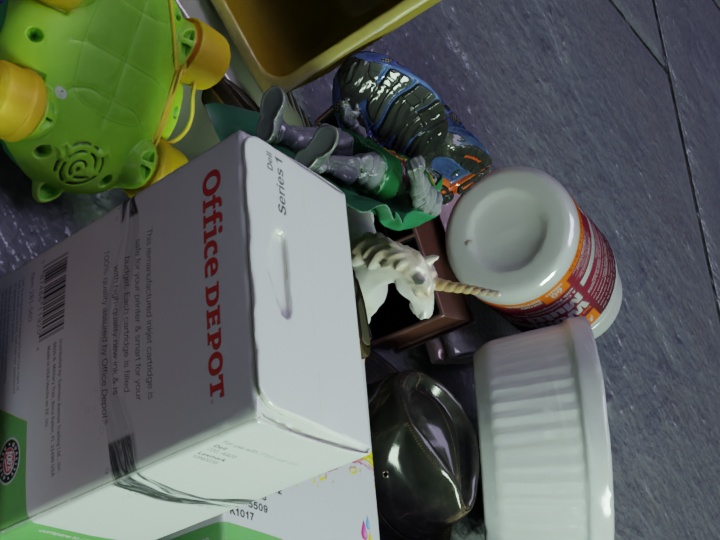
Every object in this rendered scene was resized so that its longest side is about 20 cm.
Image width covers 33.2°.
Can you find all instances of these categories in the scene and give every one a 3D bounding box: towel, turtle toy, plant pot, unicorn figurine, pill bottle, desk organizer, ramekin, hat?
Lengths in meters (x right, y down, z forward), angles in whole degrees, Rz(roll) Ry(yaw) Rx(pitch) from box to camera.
[{"bbox_3d":[0.092,-0.012,1.068,0.199,0.032,0.194,4,66,-57],"label":"towel"},{"bbox_3d":[-0.157,-0.136,0.704,0.145,0.100,0.203,27,78,-48],"label":"turtle toy"},{"bbox_3d":[-0.008,-0.253,0.848,0.196,0.194,0.200,60,14,-1],"label":"plant pot"},{"bbox_3d":[0.000,0.000,0.825,0.073,0.139,0.201,-8,47,-26],"label":"unicorn figurine"},{"bbox_3d":[0.152,-0.004,1.003,0.200,0.108,0.111,33,42,-60],"label":"pill bottle"},{"bbox_3d":[0.018,-0.043,0.954,0.077,0.071,0.203,13,57,-69],"label":"desk organizer"},{"bbox_3d":[0.138,0.142,0.940,0.202,0.092,0.206,-5,90,-85],"label":"ramekin"},{"bbox_3d":[0.039,0.135,0.867,0.200,0.080,0.203,38,40,-40],"label":"hat"}]

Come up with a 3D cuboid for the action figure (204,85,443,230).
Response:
[{"bbox_3d":[0.004,-0.063,0.736,0.118,0.055,0.199,40,12,23],"label":"action figure"}]

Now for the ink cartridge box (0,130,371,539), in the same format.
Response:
[{"bbox_3d":[-0.097,0.045,0.597,0.084,0.198,0.148,26,48,-45],"label":"ink cartridge box"}]

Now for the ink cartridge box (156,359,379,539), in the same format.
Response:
[{"bbox_3d":[-0.063,0.121,0.712,0.144,0.083,0.203,31,44,-44],"label":"ink cartridge box"}]

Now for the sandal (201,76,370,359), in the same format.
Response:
[{"bbox_3d":[-0.053,-0.028,0.742,0.202,0.054,0.082,58,7,10],"label":"sandal"}]

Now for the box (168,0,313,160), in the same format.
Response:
[{"bbox_3d":[-0.106,-0.125,0.824,0.201,0.081,0.069,57,29,-17],"label":"box"}]

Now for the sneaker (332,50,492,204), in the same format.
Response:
[{"bbox_3d":[0.026,-0.107,0.865,0.079,0.075,0.200,54,9,25],"label":"sneaker"}]
